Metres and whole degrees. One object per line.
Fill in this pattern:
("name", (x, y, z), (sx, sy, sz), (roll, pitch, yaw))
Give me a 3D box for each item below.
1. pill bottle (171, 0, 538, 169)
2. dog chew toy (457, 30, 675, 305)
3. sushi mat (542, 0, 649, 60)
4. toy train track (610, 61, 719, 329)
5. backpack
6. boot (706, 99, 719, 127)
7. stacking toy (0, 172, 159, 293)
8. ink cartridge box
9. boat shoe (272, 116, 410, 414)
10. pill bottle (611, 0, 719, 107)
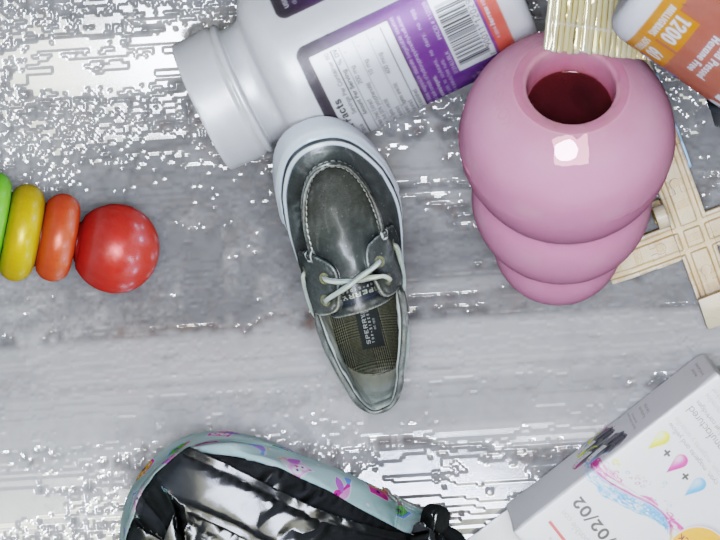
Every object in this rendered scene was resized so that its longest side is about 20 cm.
("pill bottle", (-0.005, -0.138, 1.644), (0.199, 0.111, 0.112), (-25, 99, 3))
("dog chew toy", (0.119, -0.050, 1.633), (0.124, 0.200, 0.125), (-1, 58, 1))
("sushi mat", (0.153, -0.216, 1.537), (0.095, 0.012, 0.201), (2, 100, -24))
("toy train track", (0.190, -0.059, 1.700), (0.114, 0.033, 0.201), (-21, 98, 3))
("backpack", (-0.053, 0.183, 1.692), (0.199, 0.127, 0.168), (28, 87, -5))
("boot", (0.199, -0.189, 1.613), (0.065, 0.165, 0.201), (-20, 100, -3))
("stacking toy", (-0.220, -0.026, 1.684), (0.199, 0.085, 0.086), (11, 99, -10))
("ink cartridge box", (0.171, 0.160, 1.720), (0.200, 0.068, 0.115), (-39, 98, 6))
("boat shoe", (0.000, 0.000, 1.645), (0.072, 0.071, 0.201), (-17, 130, 3))
("pill bottle", (0.243, -0.120, 1.493), (0.200, 0.112, 0.112), (34, 98, -2))
